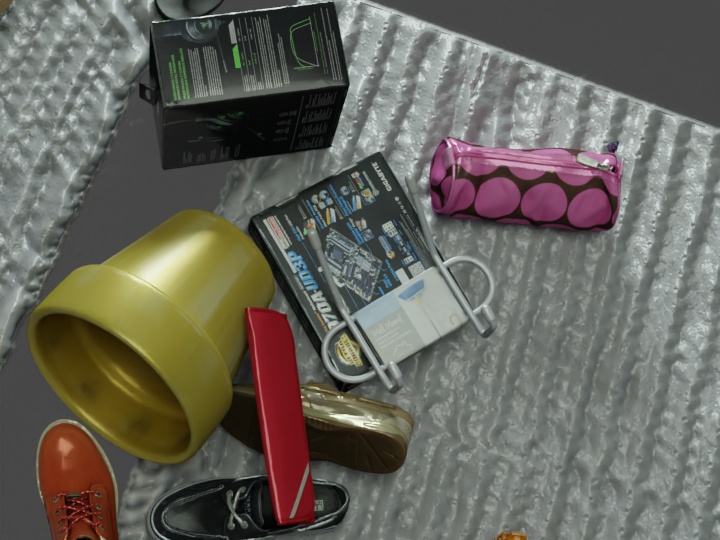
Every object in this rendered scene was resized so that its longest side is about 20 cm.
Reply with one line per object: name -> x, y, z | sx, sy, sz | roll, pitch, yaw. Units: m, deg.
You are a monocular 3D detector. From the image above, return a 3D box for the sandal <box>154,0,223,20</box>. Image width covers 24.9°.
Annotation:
sandal -> -0.145, -0.341, 1.752 | 0.200, 0.045, 0.075 | -41, 82, -17

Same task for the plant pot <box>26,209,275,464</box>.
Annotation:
plant pot -> -0.184, 0.048, 1.559 | 0.200, 0.201, 0.189 | 36, 57, 4

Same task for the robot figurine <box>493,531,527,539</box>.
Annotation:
robot figurine -> 0.172, 0.359, 1.574 | 0.143, 0.058, 0.203 | 7, 72, -5

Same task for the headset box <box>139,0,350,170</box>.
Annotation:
headset box -> -0.122, -0.182, 1.639 | 0.197, 0.174, 0.094 | -9, 75, -9

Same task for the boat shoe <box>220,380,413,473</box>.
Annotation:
boat shoe -> -0.046, 0.147, 1.612 | 0.198, 0.072, 0.065 | 15, 36, 5

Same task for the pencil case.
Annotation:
pencil case -> 0.172, -0.094, 1.695 | 0.197, 0.094, 0.092 | 2, 73, -6

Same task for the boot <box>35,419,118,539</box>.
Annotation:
boot -> -0.260, 0.229, 1.531 | 0.074, 0.107, 0.202 | -14, 74, -10

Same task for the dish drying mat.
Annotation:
dish drying mat -> -0.073, 0.136, 1.529 | 0.018, 0.077, 0.203 | -13, 79, 25

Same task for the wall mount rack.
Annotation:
wall mount rack -> 0.039, 0.015, 1.603 | 0.199, 0.075, 0.175 | -30, 80, -16

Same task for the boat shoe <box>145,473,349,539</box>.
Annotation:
boat shoe -> -0.107, 0.230, 1.570 | 0.197, 0.068, 0.073 | -1, 73, -8

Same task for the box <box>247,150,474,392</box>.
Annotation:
box -> 0.000, 0.000, 1.667 | 0.158, 0.046, 0.201 | -28, 79, -15

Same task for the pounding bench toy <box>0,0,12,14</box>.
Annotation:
pounding bench toy -> -0.420, -0.324, 1.645 | 0.123, 0.156, 0.201 | 22, 68, 34
